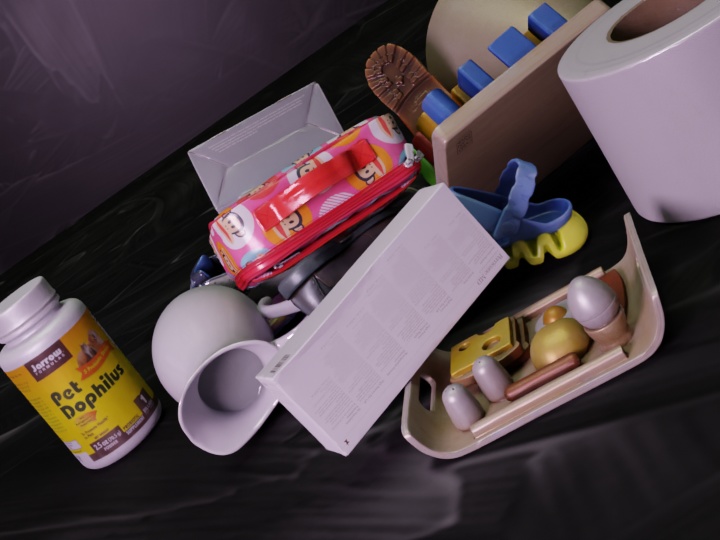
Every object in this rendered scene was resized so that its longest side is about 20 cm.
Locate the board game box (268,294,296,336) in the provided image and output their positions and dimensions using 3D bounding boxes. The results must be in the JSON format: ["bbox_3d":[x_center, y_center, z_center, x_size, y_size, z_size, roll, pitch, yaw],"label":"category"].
[{"bbox_3d":[-0.149,0.056,1.272,0.158,0.039,0.199,-43,19,-22],"label":"board game box"}]

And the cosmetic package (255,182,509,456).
[{"bbox_3d":[0.018,0.035,0.821,0.200,0.083,0.051,-48,13,-17],"label":"cosmetic package"}]

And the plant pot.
[{"bbox_3d":[0.202,-0.239,1.196,0.187,0.188,0.200,-39,31,-13],"label":"plant pot"}]

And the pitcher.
[{"bbox_3d":[-0.115,0.070,1.044,0.171,0.122,0.200,-39,21,-6],"label":"pitcher"}]

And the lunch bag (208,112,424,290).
[{"bbox_3d":[-0.042,-0.065,0.985,0.199,0.082,0.176,-33,-1,-11],"label":"lunch bag"}]

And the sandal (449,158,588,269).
[{"bbox_3d":[0.089,-0.034,0.928,0.198,0.088,0.080,-22,23,1],"label":"sandal"}]

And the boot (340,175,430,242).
[{"bbox_3d":[0.010,-0.048,1.196,0.199,0.073,0.151,-37,9,29],"label":"boot"}]

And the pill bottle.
[{"bbox_3d":[-0.313,0.108,1.177,0.109,0.201,0.109,-31,18,11],"label":"pill bottle"}]

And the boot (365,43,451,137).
[{"bbox_3d":[0.093,-0.159,1.197,0.075,0.201,0.107,-39,-14,12],"label":"boot"}]

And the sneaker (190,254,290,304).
[{"bbox_3d":[-0.154,0.025,1.169,0.201,0.085,0.077,-53,32,16],"label":"sneaker"}]

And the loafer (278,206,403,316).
[{"bbox_3d":[0.000,0.000,1.002,0.072,0.063,0.200,-48,-10,36],"label":"loafer"}]

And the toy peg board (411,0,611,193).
[{"bbox_3d":[0.126,-0.154,1.028,0.199,0.098,0.200,-40,-25,-12],"label":"toy peg board"}]

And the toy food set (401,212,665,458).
[{"bbox_3d":[0.119,0.040,0.783,0.199,0.061,0.144,-30,18,17],"label":"toy food set"}]

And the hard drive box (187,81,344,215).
[{"bbox_3d":[-0.085,-0.101,1.197,0.155,0.077,0.200,-28,-16,-2],"label":"hard drive box"}]

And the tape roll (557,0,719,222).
[{"bbox_3d":[0.275,-0.153,0.862,0.202,0.140,0.203,-32,18,12],"label":"tape roll"}]
